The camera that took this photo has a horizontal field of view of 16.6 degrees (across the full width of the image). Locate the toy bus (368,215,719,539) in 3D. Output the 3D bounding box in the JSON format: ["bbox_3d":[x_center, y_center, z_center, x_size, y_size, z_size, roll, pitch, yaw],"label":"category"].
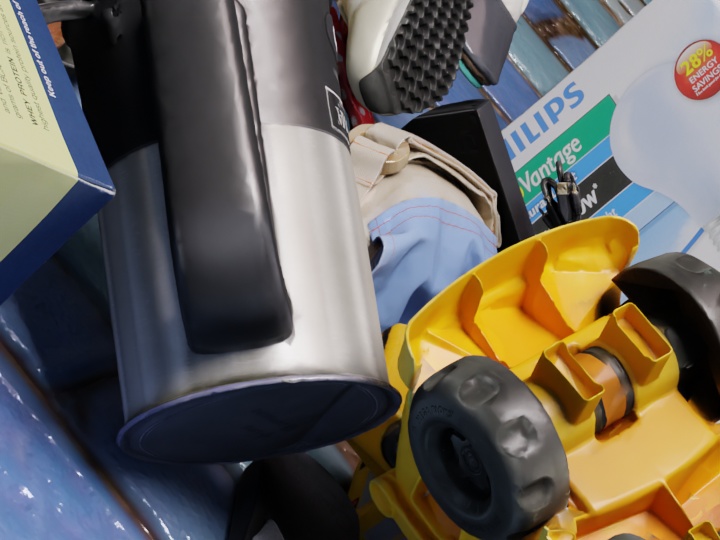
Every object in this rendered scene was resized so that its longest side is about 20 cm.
[{"bbox_3d":[0.097,0.113,0.976,0.135,0.192,0.200,-26,63,-33],"label":"toy bus"}]

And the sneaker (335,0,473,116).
[{"bbox_3d":[0.007,-0.151,1.295,0.070,0.093,0.200,70,27,-42],"label":"sneaker"}]

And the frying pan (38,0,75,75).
[{"bbox_3d":[-0.188,-0.144,1.149,0.190,0.031,0.115,20,35,-45],"label":"frying pan"}]

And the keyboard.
[{"bbox_3d":[0.086,0.010,1.227,0.021,0.127,0.201,-26,103,-31],"label":"keyboard"}]

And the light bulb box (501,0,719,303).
[{"bbox_3d":[0.203,-0.038,1.496,0.125,0.198,0.200,18,36,-56],"label":"light bulb box"}]

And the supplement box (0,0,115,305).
[{"bbox_3d":[-0.223,-0.083,0.839,0.199,0.134,0.200,22,33,-48],"label":"supplement box"}]

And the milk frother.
[{"bbox_3d":[-0.103,-0.023,0.996,0.180,0.199,0.189,37,40,-65],"label":"milk frother"}]

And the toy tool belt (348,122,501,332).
[{"bbox_3d":[0.000,0.000,1.149,0.123,0.125,0.200,49,20,24],"label":"toy tool belt"}]

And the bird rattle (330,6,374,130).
[{"bbox_3d":[-0.057,-0.142,1.363,0.201,0.112,0.163,60,32,-5],"label":"bird rattle"}]

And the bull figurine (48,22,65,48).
[{"bbox_3d":[-0.211,-0.143,1.050,0.200,0.065,0.122,17,43,-51],"label":"bull figurine"}]

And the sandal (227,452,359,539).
[{"bbox_3d":[-0.024,0.129,0.990,0.076,0.043,0.200,39,23,-23],"label":"sandal"}]

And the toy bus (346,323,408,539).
[{"bbox_3d":[0.061,0.118,1.116,0.200,0.078,0.065,42,33,-16],"label":"toy bus"}]

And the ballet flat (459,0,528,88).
[{"bbox_3d":[0.058,-0.177,1.394,0.073,0.073,0.200,34,18,-32],"label":"ballet flat"}]
